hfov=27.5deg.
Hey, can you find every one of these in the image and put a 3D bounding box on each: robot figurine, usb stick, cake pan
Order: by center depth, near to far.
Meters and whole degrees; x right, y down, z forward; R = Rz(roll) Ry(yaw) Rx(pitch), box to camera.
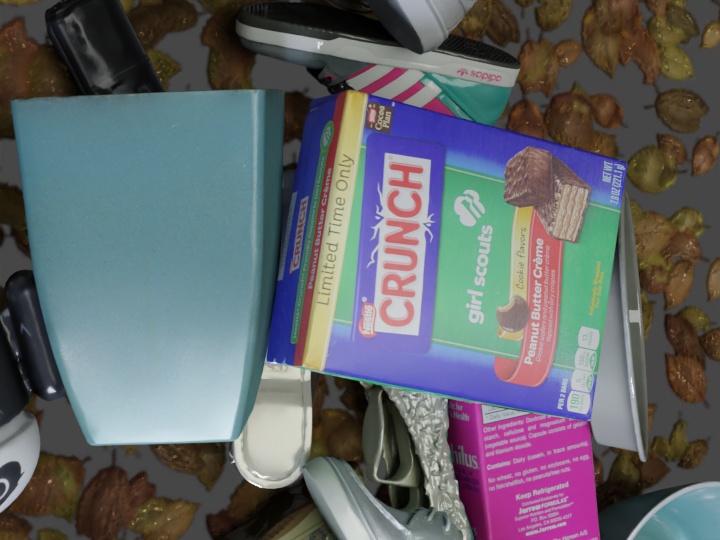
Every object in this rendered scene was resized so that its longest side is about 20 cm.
[{"bbox_3d":[-0.262,0.057,0.851,0.125,0.149,0.202,-35,111,-57],"label":"robot figurine"},{"bbox_3d":[-0.142,-0.089,0.967,0.055,0.033,0.201,-36,109,-30],"label":"usb stick"},{"bbox_3d":[0.187,0.041,1.089,0.036,0.200,0.202,-5,97,13],"label":"cake pan"}]

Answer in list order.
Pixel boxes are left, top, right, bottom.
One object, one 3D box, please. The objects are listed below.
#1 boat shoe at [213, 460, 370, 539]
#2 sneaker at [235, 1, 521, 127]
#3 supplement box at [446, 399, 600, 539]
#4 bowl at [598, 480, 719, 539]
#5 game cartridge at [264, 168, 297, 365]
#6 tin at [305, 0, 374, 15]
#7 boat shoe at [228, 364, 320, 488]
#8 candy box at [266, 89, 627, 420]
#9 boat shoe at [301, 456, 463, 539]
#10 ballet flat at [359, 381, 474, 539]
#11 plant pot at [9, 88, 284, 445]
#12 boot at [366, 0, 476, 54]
[{"bbox_3d":[-0.066,0.206,1.000,0.199,0.073,0.063,-33,105,-25],"label":"boat shoe"},{"bbox_3d":[0.002,-0.110,1.015,0.198,0.084,0.122,10,111,-14],"label":"sneaker"},{"bbox_3d":[0.103,0.131,1.076,0.103,0.101,0.202,-8,95,-28],"label":"supplement box"},{"bbox_3d":[0.236,0.257,1.155,0.199,0.105,0.203,-1,93,-29],"label":"bowl"},{"bbox_3d":[0.000,0.000,0.971,0.198,0.042,0.134,4,91,-11],"label":"game cartridge"},{"bbox_3d":[-0.016,-0.277,1.026,0.111,0.042,0.202,-17,101,-24],"label":"tin"},{"bbox_3d":[-0.054,0.045,1.007,0.071,0.060,0.202,7,87,-9],"label":"boat shoe"},{"bbox_3d":[0.055,-0.007,0.917,0.198,0.077,0.171,12,83,-20],"label":"candy box"},{"bbox_3d":[0.038,0.194,0.979,0.071,0.070,0.201,-37,100,-12],"label":"boat shoe"},{"bbox_3d":[0.033,0.152,1.033,0.071,0.072,0.202,-9,91,-28],"label":"ballet flat"},{"bbox_3d":[-0.114,-0.004,0.875,0.140,0.141,0.202,-3,96,2],"label":"plant pot"},{"bbox_3d":[0.028,-0.226,0.888,0.096,0.073,0.200,-46,144,-8],"label":"boot"}]
